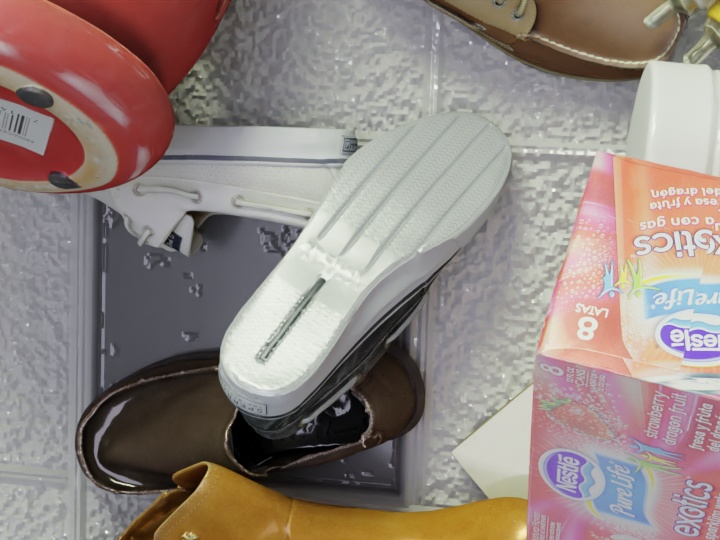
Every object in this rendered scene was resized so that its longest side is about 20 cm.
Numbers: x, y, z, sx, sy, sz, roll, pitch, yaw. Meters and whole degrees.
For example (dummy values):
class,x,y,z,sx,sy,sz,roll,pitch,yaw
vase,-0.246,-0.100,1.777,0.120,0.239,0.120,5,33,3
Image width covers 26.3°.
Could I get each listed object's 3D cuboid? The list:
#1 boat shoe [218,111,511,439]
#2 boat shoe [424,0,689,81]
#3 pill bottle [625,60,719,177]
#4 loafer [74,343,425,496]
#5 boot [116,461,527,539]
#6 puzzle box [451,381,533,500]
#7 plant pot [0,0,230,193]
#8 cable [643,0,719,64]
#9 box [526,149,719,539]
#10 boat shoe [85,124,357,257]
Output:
class,x,y,z,sx,sy,sz,roll,pitch,yaw
boat shoe,0.000,0.000,0.778,0.072,0.071,0.200,38,68,18
boat shoe,0.063,-0.149,0.759,0.200,0.074,0.076,24,102,9
pill bottle,0.222,-0.033,0.695,0.200,0.114,0.114,8,98,4
loafer,-0.068,0.077,0.821,0.200,0.071,0.073,-15,92,16
boot,-0.022,0.139,0.781,0.201,0.071,0.144,-34,118,29
puzzle box,0.163,0.081,0.784,0.200,0.025,0.133,-41,85,15
plant pot,-0.158,-0.145,0.725,0.200,0.200,0.183,9,70,14
cable,0.214,-0.179,0.710,0.200,0.050,0.097,-28,81,4
box,0.129,0.053,0.666,0.095,0.200,0.103,14,62,13
boat shoe,-0.100,-0.042,0.820,0.200,0.071,0.070,1,94,8
